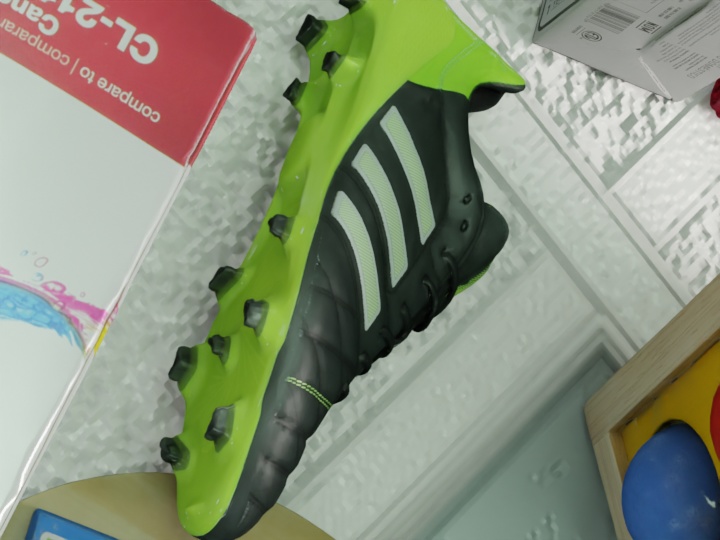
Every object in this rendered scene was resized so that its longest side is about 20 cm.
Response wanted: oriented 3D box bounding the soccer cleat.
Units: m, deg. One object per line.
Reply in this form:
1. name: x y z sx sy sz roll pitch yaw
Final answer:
1. soccer cleat: 0.000 0.000 0.871 0.081 0.067 0.201 30 62 -19

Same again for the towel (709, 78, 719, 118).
1. towel: 0.234 -0.089 0.980 0.199 0.022 0.145 18 104 -12

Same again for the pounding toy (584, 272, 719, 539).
1. pounding toy: 0.149 0.097 0.833 0.141 0.184 0.201 -5 68 -21

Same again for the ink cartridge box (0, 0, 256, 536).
1. ink cartridge box: -0.125 0.014 0.765 0.083 0.146 0.201 32 67 -14

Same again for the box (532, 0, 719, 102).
1. box: 0.128 -0.170 0.943 0.060 0.117 0.201 20 70 -15

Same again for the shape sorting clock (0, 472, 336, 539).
1. shape sorting clock: -0.055 0.158 0.826 0.199 0.039 0.201 13 61 -24
